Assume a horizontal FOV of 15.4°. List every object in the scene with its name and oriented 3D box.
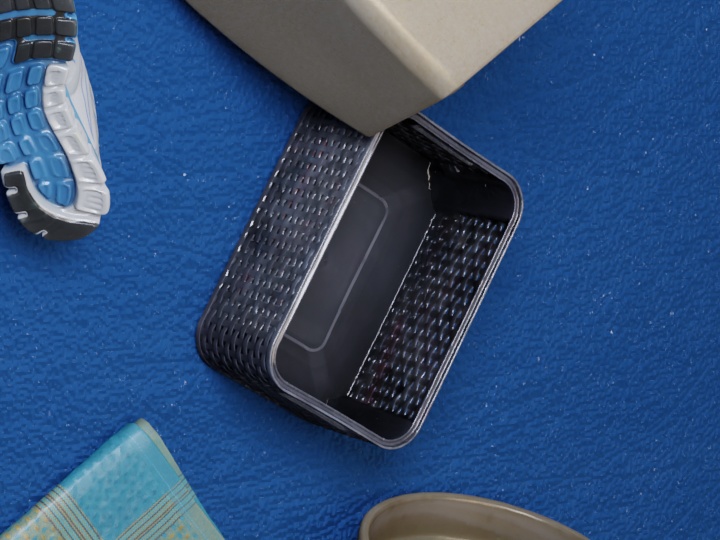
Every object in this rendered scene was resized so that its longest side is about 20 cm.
[{"bbox_3d":[-0.197,-0.122,1.594,0.075,0.087,0.200,-7,122,1],"label":"sneaker"},{"bbox_3d":[0.074,0.272,1.806,0.200,0.200,0.174,2,113,-35],"label":"plant pot"},{"bbox_3d":[0.021,-0.199,1.631,0.200,0.200,0.177,-41,97,-22],"label":"plant pot"},{"bbox_3d":[-0.178,0.208,1.707,0.200,0.022,0.147,-41,118,-21],"label":"towel"},{"bbox_3d":[0.000,0.000,1.750,0.135,0.094,0.200,32,80,-35],"label":"storage bin"}]
